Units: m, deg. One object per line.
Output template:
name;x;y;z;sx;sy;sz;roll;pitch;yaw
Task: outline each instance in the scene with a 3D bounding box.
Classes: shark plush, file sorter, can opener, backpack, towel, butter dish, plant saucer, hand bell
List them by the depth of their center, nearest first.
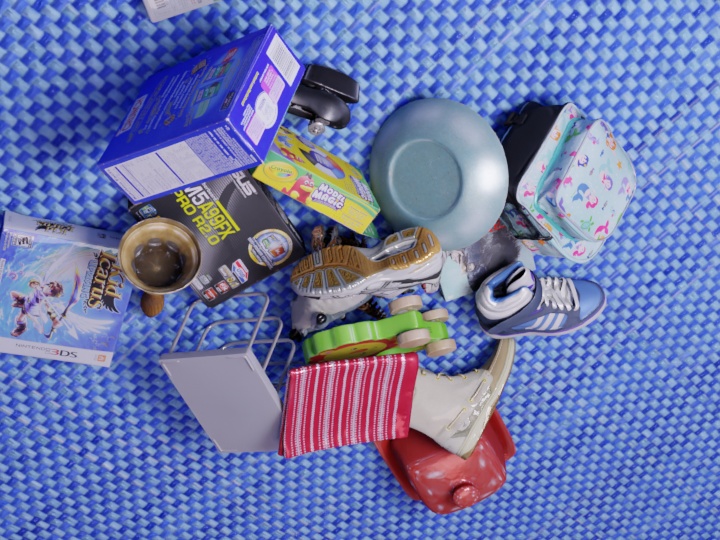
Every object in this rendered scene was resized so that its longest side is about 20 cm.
can opener;-0.100;-0.223;1.404;0.199;0.079;0.063;13;156;-17
plant saucer;0.090;-0.120;1.448;0.200;0.039;0.202;8;106;28
hand bell;-0.272;0.020;1.485;0.104;0.105;0.200;1;156;-15
backpack;0.274;-0.110;1.502;0.200;0.150;0.178;47;68;-42
towel;-0.014;0.186;1.557;0.199;0.022;0.145;-5;118;-27
shark plush;-0.050;0.068;1.563;0.083;0.091;0.200;-2;145;-25
file sorter;-0.160;0.144;1.580;0.138;0.125;0.200;-6;131;24
butter dish;0.149;0.311;1.779;0.199;0.148;0.200;-27;127;5

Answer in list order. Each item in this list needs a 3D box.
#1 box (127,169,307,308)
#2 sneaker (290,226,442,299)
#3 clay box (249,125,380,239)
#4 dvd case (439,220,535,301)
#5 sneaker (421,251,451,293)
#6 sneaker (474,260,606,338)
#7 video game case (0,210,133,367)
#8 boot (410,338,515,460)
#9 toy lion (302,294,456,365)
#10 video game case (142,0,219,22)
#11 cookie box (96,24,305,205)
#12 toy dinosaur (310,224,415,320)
box;-0.188;-0.061;1.496;0.160;0.044;0.200;-28;126;8
sneaker;0.011;0.011;1.456;0.199;0.076;0.088;-12;145;8
clay box;-0.055;-0.120;1.444;0.200;0.115;0.048;26;112;-29
dvd case;0.163;-0.057;1.601;0.145;0.022;0.200;-19;125;0
sneaker;0.122;-0.054;1.533;0.082;0.078;0.201;5;122;-18
sneaker;0.263;0.035;1.628;0.199;0.081;0.147;-12;153;1
video game case;-0.403;0.030;1.508;0.181;0.046;0.201;10;121;-21
boot;0.137;0.166;1.711;0.154;0.072;0.201;25;78;5
toy lion;0.020;0.101;1.610;0.191;0.069;0.200;-19;164;18
video game case;-0.186;-0.399;1.273;0.181;0.022;0.200;-18;126;-1
cookie box;-0.182;-0.177;1.295;0.199;0.172;0.075;-13;131;33
toy dinosaur;0.000;0.000;1.575;0.135;0.103;0.200;-15;157;14
